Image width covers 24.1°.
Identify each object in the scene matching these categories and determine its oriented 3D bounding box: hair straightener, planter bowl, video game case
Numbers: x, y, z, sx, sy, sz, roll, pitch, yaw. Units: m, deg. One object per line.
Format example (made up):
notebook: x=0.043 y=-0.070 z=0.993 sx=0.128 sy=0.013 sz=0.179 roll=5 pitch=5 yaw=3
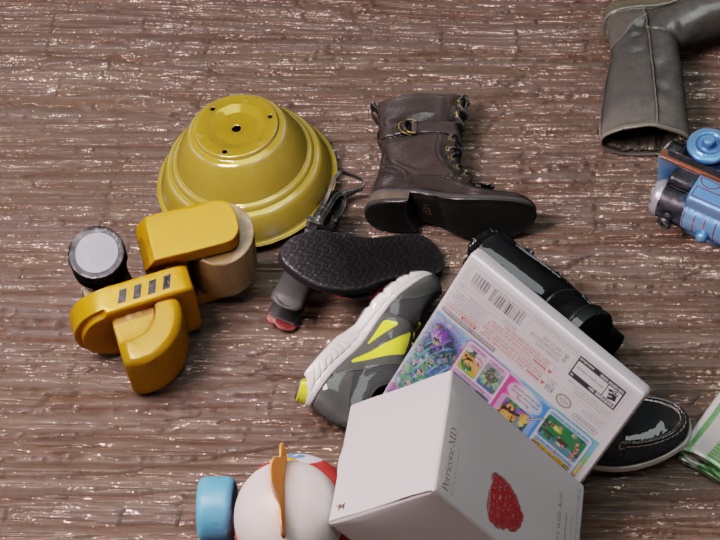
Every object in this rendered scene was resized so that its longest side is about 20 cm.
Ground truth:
hair straightener: x=-0.039 y=-0.033 z=1.729 sx=0.041 sy=0.077 sz=0.201 roll=27 pitch=55 yaw=6
planter bowl: x=-0.127 y=-0.126 z=1.793 sx=0.198 sy=0.084 sz=0.202 roll=-4 pitch=51 yaw=5
video game case: x=0.137 y=0.110 z=1.526 sx=0.199 sy=0.183 sz=0.024 roll=39 pitch=32 yaw=13

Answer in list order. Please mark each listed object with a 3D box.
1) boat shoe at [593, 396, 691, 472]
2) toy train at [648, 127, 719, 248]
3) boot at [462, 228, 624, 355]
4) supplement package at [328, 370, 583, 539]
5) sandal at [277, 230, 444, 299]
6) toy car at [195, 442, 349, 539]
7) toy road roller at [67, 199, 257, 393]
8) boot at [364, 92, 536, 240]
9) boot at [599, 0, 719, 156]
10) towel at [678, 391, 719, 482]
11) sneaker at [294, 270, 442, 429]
boat shoe: x=0.211 y=0.142 z=1.581 sx=0.197 sy=0.061 sz=0.075 roll=-1 pitch=52 yaw=8
toy train: x=0.388 y=-0.066 z=1.731 sx=0.198 sy=0.087 sz=0.115 roll=26 pitch=63 yaw=21
boot: x=0.166 y=0.024 z=1.610 sx=0.162 sy=0.198 sz=0.074 roll=42 pitch=97 yaw=18
supplement package: x=0.086 y=0.200 z=1.443 sx=0.119 sy=0.200 sz=0.122 roll=-22 pitch=42 yaw=36
sandal: x=0.000 y=0.000 z=1.694 sx=0.198 sy=0.045 sz=0.076 roll=-2 pitch=54 yaw=-40
toy car: x=-0.060 y=0.210 z=1.460 sx=0.182 sy=0.201 sz=0.178 roll=-1 pitch=51 yaw=1
toy road roller: x=-0.188 y=0.031 z=1.663 sx=0.198 sy=0.123 sz=0.147 roll=-16 pitch=66 yaw=-7
boot: x=0.096 y=-0.122 z=1.796 sx=0.197 sy=0.070 sz=0.176 roll=5 pitch=53 yaw=9
boot: x=0.348 y=-0.220 z=1.860 sx=0.179 sy=0.073 sz=0.201 roll=-10 pitch=44 yaw=13
towel: x=0.419 y=0.170 z=1.582 sx=0.199 sy=0.024 sz=0.153 roll=28 pitch=57 yaw=23
sneaker: x=0.022 y=0.083 z=1.649 sx=0.085 sy=0.075 sz=0.200 roll=42 pitch=63 yaw=8
